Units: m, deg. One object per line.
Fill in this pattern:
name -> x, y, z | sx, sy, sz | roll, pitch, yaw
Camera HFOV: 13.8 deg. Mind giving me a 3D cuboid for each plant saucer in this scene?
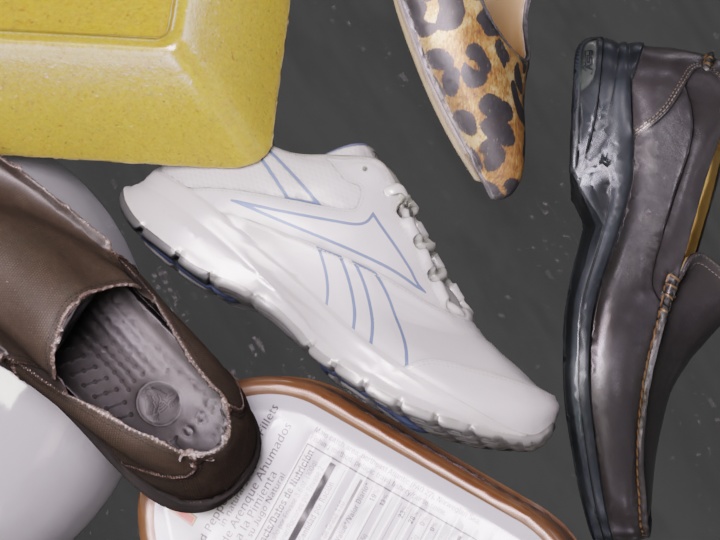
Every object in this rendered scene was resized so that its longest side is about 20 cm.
plant saucer -> -0.125, -0.147, 1.203 | 0.199, 0.048, 0.201 | 4, 70, 11

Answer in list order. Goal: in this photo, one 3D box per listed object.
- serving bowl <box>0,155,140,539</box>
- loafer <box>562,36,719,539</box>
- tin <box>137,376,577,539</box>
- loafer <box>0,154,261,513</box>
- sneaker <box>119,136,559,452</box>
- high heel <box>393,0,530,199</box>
serving bowl -> -0.188, 0.035, 1.212 | 0.199, 0.066, 0.201 | -1, 85, 10
loafer -> 0.116, 0.008, 1.160 | 0.072, 0.073, 0.201 | 2, 86, 6
tin -> 0.004, 0.118, 1.186 | 0.199, 0.042, 0.112 | 29, 86, 11
loafer -> -0.114, 0.010, 1.146 | 0.200, 0.071, 0.073 | 38, 73, 0
sneaker -> 0.000, 0.000, 1.181 | 0.200, 0.075, 0.087 | 36, 86, 11
high heel -> 0.083, -0.137, 1.175 | 0.142, 0.071, 0.201 | -16, 73, 14
